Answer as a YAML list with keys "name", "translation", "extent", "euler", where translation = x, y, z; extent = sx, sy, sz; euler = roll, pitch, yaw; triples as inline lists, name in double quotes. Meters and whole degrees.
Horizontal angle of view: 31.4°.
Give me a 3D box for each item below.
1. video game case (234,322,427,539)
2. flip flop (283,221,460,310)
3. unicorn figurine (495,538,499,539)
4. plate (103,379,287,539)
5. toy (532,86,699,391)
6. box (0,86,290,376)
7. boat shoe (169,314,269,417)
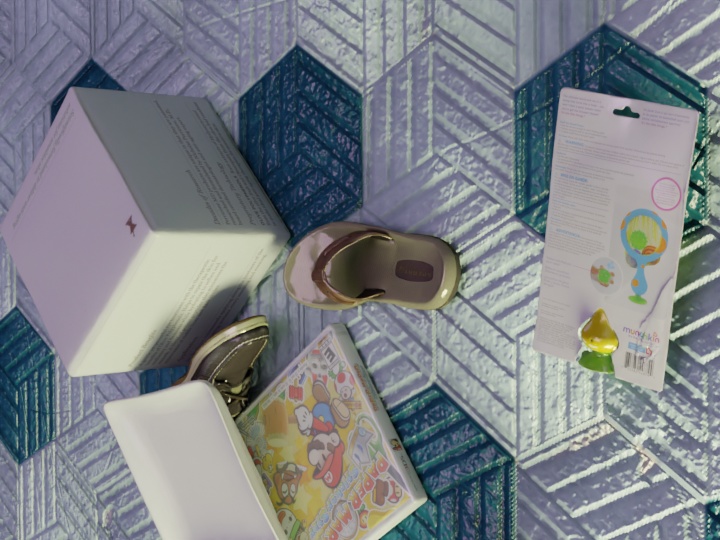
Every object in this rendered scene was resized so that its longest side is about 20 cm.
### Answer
- name: "video game case"
  translation: [-0.040, 0.180, 1.196]
  extent: [0.200, 0.023, 0.184]
  euler: [-45, 62, 36]
- name: "flip flop"
  translation: [0.000, 0.000, 1.124]
  extent: [0.198, 0.057, 0.083]
  euler: [6, 96, 44]
- name: "unicorn figurine"
  translation: [0.138, 0.323, 1.001]
  extent: [0.138, 0.073, 0.202]
  euler: [-56, 41, 42]
- name: "plate"
  translation: [-0.154, 0.203, 1.245]
  extent: [0.198, 0.032, 0.202]
  euler: [-16, 100, 49]
- name: "toy"
  translation: [0.192, -0.025, 0.942]
  extent: [0.114, 0.047, 0.204]
  euler: [17, 107, 40]
- name: "box"
  translation: [-0.216, -0.037, 1.257]
  extent: [0.200, 0.170, 0.201]
  euler: [-53, 58, 32]
- name: "boat shoe"
  translation: [-0.137, 0.115, 1.262]
  extent: [0.065, 0.072, 0.200]
  euler: [60, 138, 18]
